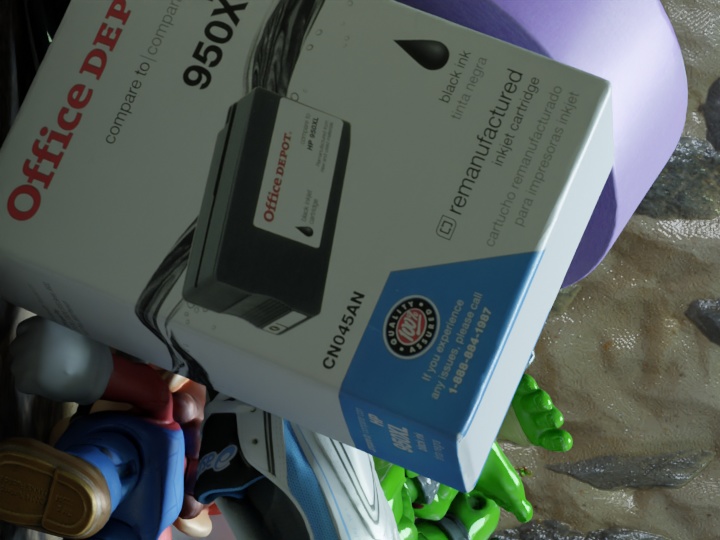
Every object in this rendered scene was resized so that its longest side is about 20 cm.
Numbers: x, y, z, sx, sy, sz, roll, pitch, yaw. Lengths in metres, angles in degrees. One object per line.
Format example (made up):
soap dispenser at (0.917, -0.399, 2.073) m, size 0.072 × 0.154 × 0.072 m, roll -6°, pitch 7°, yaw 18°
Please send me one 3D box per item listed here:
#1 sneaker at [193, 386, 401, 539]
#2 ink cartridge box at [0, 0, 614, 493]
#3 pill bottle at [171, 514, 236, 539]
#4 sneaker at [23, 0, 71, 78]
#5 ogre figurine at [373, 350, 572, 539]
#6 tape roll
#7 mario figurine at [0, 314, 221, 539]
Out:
sneaker at (-0.036, 0.048, 1.040) m, size 0.072 × 0.072 × 0.201 m, roll -35°, pitch -116°, yaw 51°
ink cartridge box at (-0.024, -0.028, 0.992) m, size 0.084 × 0.199 × 0.145 m, roll 71°, pitch 41°, yaw -72°
pill bottle at (-0.065, 0.189, 1.225) m, size 0.200 × 0.113 × 0.115 m, roll 84°, pitch 8°, yaw -54°
sneaker at (-0.107, -0.086, 1.104) m, size 0.083 × 0.071 × 0.201 m, roll -146°, pitch -123°, yaw -71°
ogre figurine at (0.023, 0.104, 1.231) m, size 0.098 × 0.120 × 0.200 m, roll 52°, pitch -20°, yaw 3°
tape roll at (0.030, -0.082, 1.101) m, size 0.066 × 0.199 × 0.201 m, roll -54°, pitch 155°, yaw -32°
mario figurine at (-0.109, 0.084, 1.078) m, size 0.124 × 0.106 × 0.200 m, roll -54°, pitch 175°, yaw 18°
